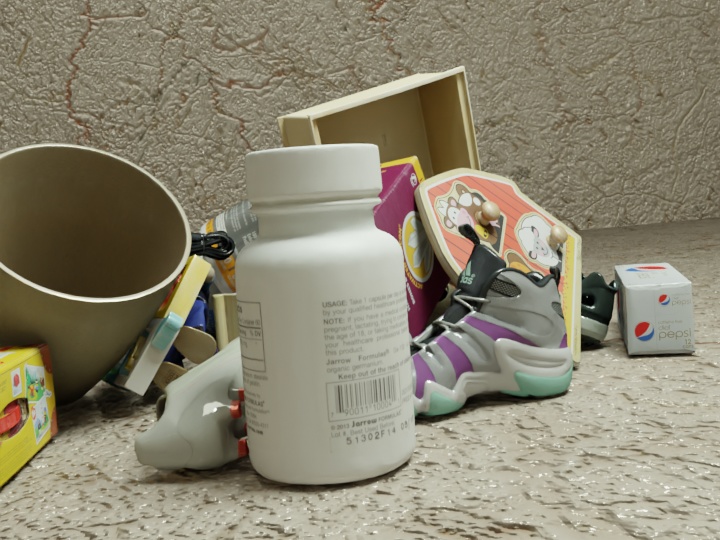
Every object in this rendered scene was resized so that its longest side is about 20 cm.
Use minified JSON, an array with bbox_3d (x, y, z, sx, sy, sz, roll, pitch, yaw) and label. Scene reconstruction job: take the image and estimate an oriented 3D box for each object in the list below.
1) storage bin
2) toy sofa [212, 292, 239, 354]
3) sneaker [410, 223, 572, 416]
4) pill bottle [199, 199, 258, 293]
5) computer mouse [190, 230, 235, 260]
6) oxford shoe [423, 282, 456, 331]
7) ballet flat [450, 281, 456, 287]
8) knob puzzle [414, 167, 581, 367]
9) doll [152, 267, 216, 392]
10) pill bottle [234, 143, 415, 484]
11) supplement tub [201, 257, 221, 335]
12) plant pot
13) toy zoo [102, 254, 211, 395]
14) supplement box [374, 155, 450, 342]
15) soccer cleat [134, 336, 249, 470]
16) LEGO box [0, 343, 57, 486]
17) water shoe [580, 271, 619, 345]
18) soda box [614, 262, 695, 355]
[{"bbox_3d":[0.030,-0.102,0.953,0.197,0.203,0.093,-22,20,-26],"label":"storage bin"},{"bbox_3d":[-0.093,0.056,0.986,0.096,0.085,0.199,-1,6,33],"label":"toy sofa"},{"bbox_3d":[0.077,0.035,0.683,0.196,0.144,0.077,-6,5,-23],"label":"sneaker"},{"bbox_3d":[-0.092,-0.049,1.056,0.197,0.118,0.116,-28,1,9],"label":"pill bottle"},{"bbox_3d":[-0.225,0.041,0.990,0.044,0.202,0.109,42,25,21],"label":"computer mouse"},{"bbox_3d":[0.107,0.046,0.933,0.069,0.077,0.198,-4,3,40],"label":"oxford shoe"},{"bbox_3d":[0.058,0.038,1.091,0.195,0.072,0.066,3,44,10],"label":"ballet flat"},{"bbox_3d":[0.138,-0.029,0.810,0.217,0.223,0.030,-8,-26,-42],"label":"knob puzzle"},{"bbox_3d":[-0.183,0.061,0.875,0.048,0.138,0.200,29,10,-17],"label":"doll"},{"bbox_3d":[-0.025,0.024,0.557,0.111,0.205,0.114,-4,4,0],"label":"pill bottle"},{"bbox_3d":[-0.159,0.020,1.188,0.195,0.135,0.132,-5,5,5],"label":"supplement tub"},{"bbox_3d":[-0.268,0.024,0.773,0.184,0.189,0.202,-8,-38,-38],"label":"plant pot"},{"bbox_3d":[-0.198,0.052,0.815,0.020,0.133,0.199,31,-17,-20],"label":"toy zoo"},{"bbox_3d":[0.000,0.000,0.792,0.101,0.133,0.201,-8,28,30],"label":"supplement box"},{"bbox_3d":[-0.112,0.095,0.642,0.076,0.071,0.200,-8,7,3],"label":"soccer cleat"},{"bbox_3d":[-0.311,0.110,0.586,0.145,0.079,0.200,-6,5,-5],"label":"LEGO box"},{"bbox_3d":[0.211,0.018,0.941,0.070,0.080,0.199,21,5,-31],"label":"water shoe"},{"bbox_3d":[0.304,0.036,0.892,0.062,0.070,0.200,-4,5,14],"label":"soda box"}]
